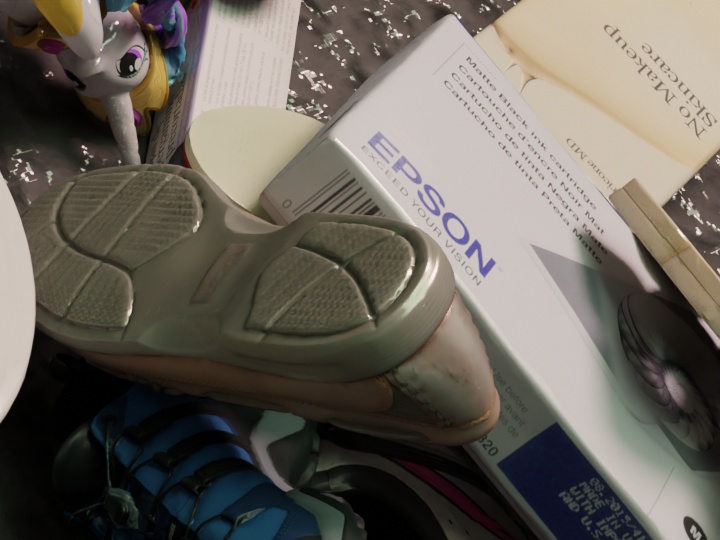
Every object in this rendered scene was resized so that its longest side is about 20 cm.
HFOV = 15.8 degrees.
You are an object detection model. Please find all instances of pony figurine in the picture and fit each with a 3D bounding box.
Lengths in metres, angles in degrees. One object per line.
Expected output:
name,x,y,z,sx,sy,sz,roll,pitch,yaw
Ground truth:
pony figurine,-0.120,-0.139,0.886,0.200,0.166,0.194,35,40,-74

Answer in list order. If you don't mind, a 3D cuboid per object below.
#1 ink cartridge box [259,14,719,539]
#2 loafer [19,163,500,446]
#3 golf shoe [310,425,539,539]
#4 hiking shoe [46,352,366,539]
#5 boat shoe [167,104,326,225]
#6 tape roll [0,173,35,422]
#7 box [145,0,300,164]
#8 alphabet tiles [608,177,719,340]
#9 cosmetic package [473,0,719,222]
ink cartridge box,0.070,0.007,0.899,0.200,0.041,0.200,50,26,-6
loafer,-0.039,0.016,0.790,0.072,0.200,0.063,-50,125,-22
golf shoe,0.055,0.129,0.880,0.200,0.073,0.092,45,42,14
hiking shoe,-0.054,0.083,0.790,0.086,0.075,0.200,15,12,-14
boat shoe,0.000,0.000,0.915,0.200,0.063,0.071,21,43,-45
tape roll,-0.198,-0.001,0.766,0.202,0.071,0.203,23,44,-24
box,-0.050,-0.082,0.992,0.041,0.039,0.200,26,43,-20
alphabet tiles,0.157,0.052,0.896,0.200,0.015,0.196,47,7,-32
cosmetic package,0.099,-0.071,1.089,0.104,0.073,0.200,46,38,1
